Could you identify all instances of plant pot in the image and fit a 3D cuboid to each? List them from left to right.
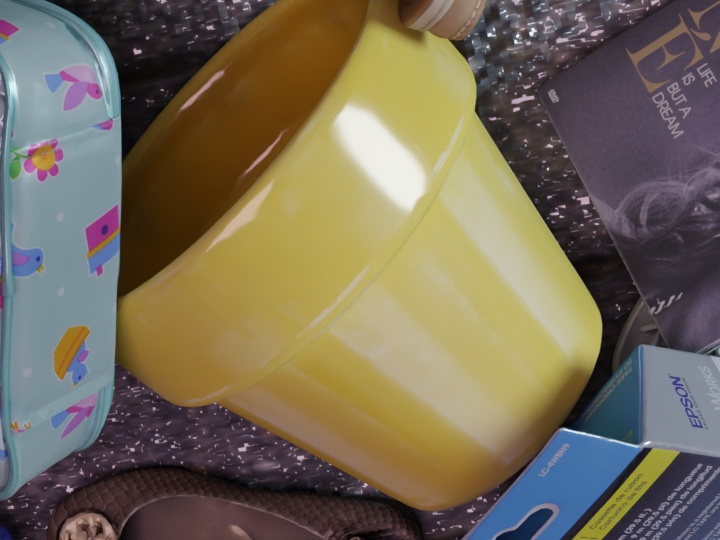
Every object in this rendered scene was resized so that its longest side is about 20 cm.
[{"bbox_3d":[0.000,0.000,0.872,0.200,0.201,0.189,-41,113,18],"label":"plant pot"}]

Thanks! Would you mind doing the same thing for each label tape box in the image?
[{"bbox_3d":[0.122,0.103,0.869,0.198,0.067,0.144,11,132,-30],"label":"label tape box"}]

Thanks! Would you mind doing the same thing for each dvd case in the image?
[{"bbox_3d":[0.192,-0.071,0.862,0.199,0.016,0.150,-32,68,17],"label":"dvd case"}]

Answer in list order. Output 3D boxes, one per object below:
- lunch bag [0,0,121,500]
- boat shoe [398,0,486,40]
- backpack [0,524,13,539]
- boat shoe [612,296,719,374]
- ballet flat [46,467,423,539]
[{"bbox_3d":[-0.174,-0.023,0.775,0.159,0.077,0.202,17,115,30],"label":"lunch bag"},{"bbox_3d":[0.079,-0.172,0.815,0.069,0.074,0.201,31,67,-14],"label":"boat shoe"},{"bbox_3d":[-0.273,0.204,0.984,0.167,0.163,0.201,25,108,-3],"label":"backpack"},{"bbox_3d":[0.198,0.003,0.895,0.201,0.065,0.075,-38,98,17],"label":"boat shoe"},{"bbox_3d":[-0.066,0.140,0.990,0.198,0.046,0.068,3,107,8],"label":"ballet flat"}]
